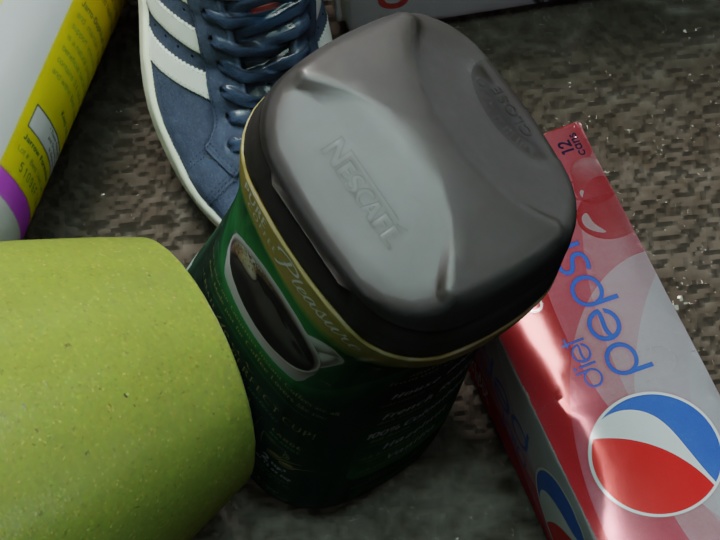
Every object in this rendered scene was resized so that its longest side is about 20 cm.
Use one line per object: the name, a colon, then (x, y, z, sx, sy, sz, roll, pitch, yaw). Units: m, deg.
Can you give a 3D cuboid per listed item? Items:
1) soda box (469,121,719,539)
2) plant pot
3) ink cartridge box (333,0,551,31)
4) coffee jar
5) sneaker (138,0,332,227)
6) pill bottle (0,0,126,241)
soda box: (0.085, 0.052, 0.941, 0.063, 0.070, 0.200, -20, 62, -10)
plant pot: (-0.143, 0.068, 0.904, 0.200, 0.187, 0.187, -23, 62, -23)
ink cartridge box: (0.079, -0.174, 1.021, 0.199, 0.144, 0.084, -10, 60, -2)
coffee jar: (0.000, 0.000, 0.893, 0.085, 0.200, 0.104, -30, 78, -22)
sneaker: (-0.042, -0.100, 0.980, 0.075, 0.084, 0.201, -18, 97, -17)
pill bottle: (-0.144, -0.098, 1.019, 0.104, 0.104, 0.200, 15, 64, 12)
